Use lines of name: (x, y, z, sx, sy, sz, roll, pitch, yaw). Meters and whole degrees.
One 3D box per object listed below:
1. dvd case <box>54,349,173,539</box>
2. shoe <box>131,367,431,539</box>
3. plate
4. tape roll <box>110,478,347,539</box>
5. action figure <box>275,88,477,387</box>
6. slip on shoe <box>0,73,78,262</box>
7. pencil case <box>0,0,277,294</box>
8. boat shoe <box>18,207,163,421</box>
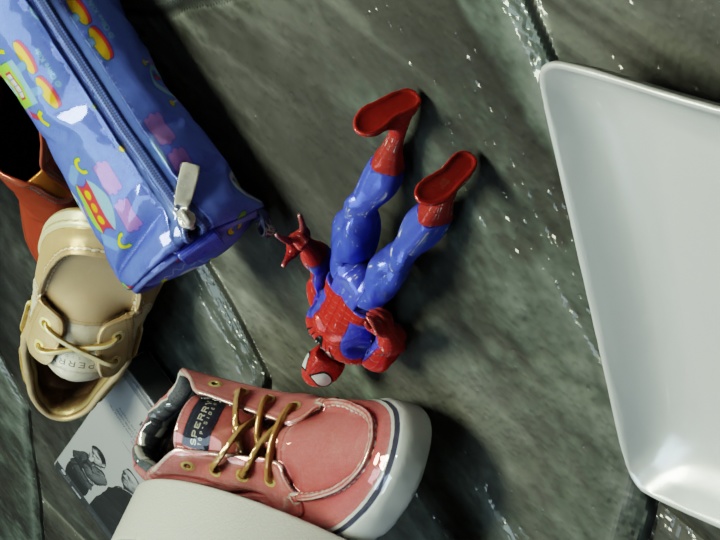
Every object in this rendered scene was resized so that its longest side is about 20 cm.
dvd case: (-0.120, 0.145, 1.284, 0.150, 0.025, 0.200, 53, 151, 6)
shoe: (-0.045, 0.090, 1.030, 0.091, 0.071, 0.200, 22, 163, -20)
plate: (0.158, 0.024, 0.730, 0.200, 0.032, 0.200, 21, 136, 47)
tape roll: (-0.032, 0.169, 1.068, 0.203, 0.037, 0.203, 22, 161, 8)
action figure: (0.000, 0.000, 0.935, 0.065, 0.052, 0.200, 44, 152, 15)
slip on shoe: (-0.175, -0.064, 1.119, 0.074, 0.061, 0.200, 41, 149, 23)
pencil case: (-0.124, -0.084, 1.002, 0.200, 0.078, 0.087, 59, 168, -4)
boat shoe: (-0.150, 0.030, 1.143, 0.074, 0.069, 0.200, 12, 155, -5)
